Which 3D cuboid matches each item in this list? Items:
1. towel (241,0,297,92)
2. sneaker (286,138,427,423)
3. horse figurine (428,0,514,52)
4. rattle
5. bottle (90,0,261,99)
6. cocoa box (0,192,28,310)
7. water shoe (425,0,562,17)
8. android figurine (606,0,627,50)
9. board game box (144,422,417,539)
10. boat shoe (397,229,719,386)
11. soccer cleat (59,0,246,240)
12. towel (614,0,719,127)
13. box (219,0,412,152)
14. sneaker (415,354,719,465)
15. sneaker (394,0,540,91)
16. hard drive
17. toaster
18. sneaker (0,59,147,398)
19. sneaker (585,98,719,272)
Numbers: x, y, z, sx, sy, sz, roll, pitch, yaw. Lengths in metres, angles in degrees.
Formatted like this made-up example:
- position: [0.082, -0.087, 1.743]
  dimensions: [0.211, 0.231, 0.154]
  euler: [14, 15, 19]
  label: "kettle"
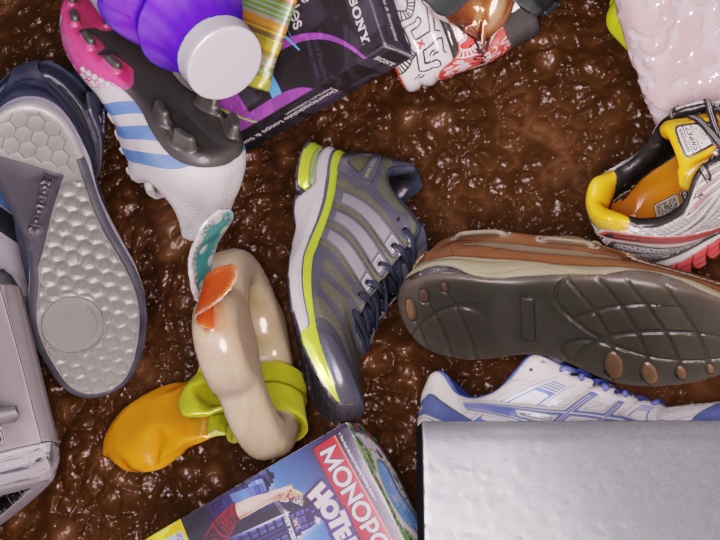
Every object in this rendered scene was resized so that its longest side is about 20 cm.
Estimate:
- position: [-0.043, -0.209, 1.073]
  dimensions: [0.086, 0.018, 0.202]
  euler: [29, 100, 50]
  label: "towel"
- position: [0.000, 0.000, 1.064]
  dimensions: [0.080, 0.074, 0.202]
  euler: [-3, 53, 5]
  label: "sneaker"
- position: [0.070, -0.250, 1.077]
  dimensions: [0.132, 0.050, 0.201]
  euler: [30, 82, 7]
  label: "horse figurine"
- position: [-0.111, 0.044, 1.038]
  dimensions: [0.141, 0.200, 0.132]
  euler: [2, 77, 15]
  label: "rattle"
- position: [-0.120, -0.172, 1.072]
  dimensions: [0.200, 0.083, 0.066]
  euler: [51, 131, 42]
  label: "bottle"
- position: [-0.326, -0.019, 1.143]
  dimensions: [0.198, 0.133, 0.133]
  euler: [-20, 72, 9]
  label: "cocoa box"
- position: [0.112, -0.191, 1.041]
  dimensions: [0.198, 0.079, 0.072]
  euler: [-6, 43, -30]
  label: "water shoe"
- position: [0.232, -0.192, 1.092]
  dimensions: [0.182, 0.041, 0.201]
  euler: [-39, 73, 3]
  label: "android figurine"
- position: [0.005, 0.198, 1.021]
  dimensions: [0.199, 0.062, 0.202]
  euler: [-30, 78, 14]
  label: "board game box"
- position: [0.123, 0.010, 1.026]
  dimensions: [0.198, 0.076, 0.074]
  euler: [8, 36, 11]
  label: "boat shoe"
- position: [-0.135, -0.098, 1.106]
  dimensions: [0.069, 0.087, 0.200]
  euler: [-13, 46, -28]
  label: "soccer cleat"
- position: [0.224, -0.193, 0.993]
  dimensions: [0.189, 0.201, 0.032]
  euler: [-21, 30, 6]
  label: "towel"
- position: [-0.072, -0.156, 1.129]
  dimensions: [0.199, 0.036, 0.144]
  euler: [-27, 70, 27]
  label: "box"
- position: [0.125, 0.083, 1.035]
  dimensions: [0.198, 0.075, 0.089]
  euler: [-8, 75, 12]
  label: "sneaker"
- position: [0.024, -0.211, 1.134]
  dimensions: [0.107, 0.067, 0.203]
  euler: [-27, 75, 4]
  label: "sneaker"
- position: [0.130, 0.151, 0.952]
  dimensions: [0.197, 0.033, 0.141]
  euler: [0, 79, -5]
  label: "hard drive"
- position: [-0.264, 0.095, 1.092]
  dimensions: [0.200, 0.113, 0.130]
  euler: [-37, 68, 46]
  label: "toaster"
- position: [-0.186, -0.034, 1.146]
  dimensions: [0.076, 0.146, 0.204]
  euler: [-13, 114, -6]
  label: "sneaker"
- position: [0.215, -0.063, 1.010]
  dimensions: [0.199, 0.082, 0.078]
  euler: [-35, 53, 24]
  label: "sneaker"
